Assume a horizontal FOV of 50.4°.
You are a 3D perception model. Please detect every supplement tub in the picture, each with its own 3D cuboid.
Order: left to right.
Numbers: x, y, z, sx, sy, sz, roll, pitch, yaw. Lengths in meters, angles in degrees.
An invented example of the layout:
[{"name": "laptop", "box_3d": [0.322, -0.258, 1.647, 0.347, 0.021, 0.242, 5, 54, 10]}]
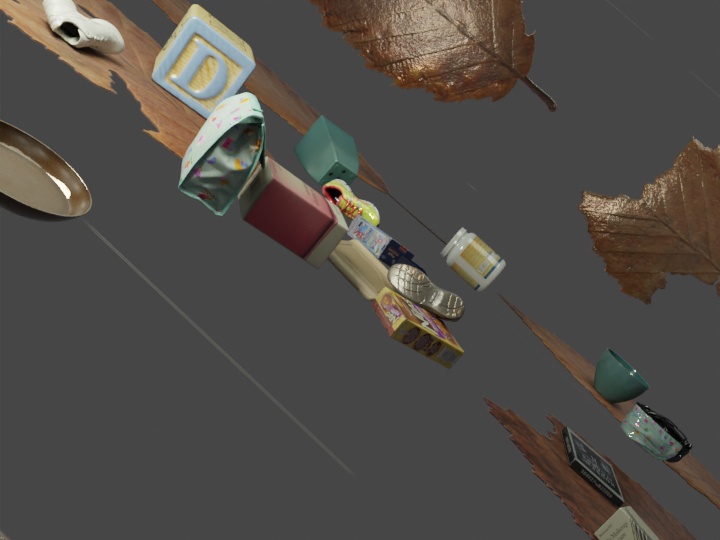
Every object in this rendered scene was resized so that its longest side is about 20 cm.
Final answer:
[{"name": "supplement tub", "box_3d": [0.388, -0.036, 2.647, 0.200, 0.145, 0.145, 42, 14, 6]}]

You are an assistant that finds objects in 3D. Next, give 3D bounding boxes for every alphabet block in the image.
[{"name": "alphabet block", "box_3d": [-0.397, -0.527, 1.943, 0.195, 0.196, 0.201, 36, 16, -25]}]

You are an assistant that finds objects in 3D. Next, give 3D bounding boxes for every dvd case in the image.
[{"name": "dvd case", "box_3d": [0.548, 0.462, 1.819, 0.150, 0.025, 0.200, 41, 13, 1]}]

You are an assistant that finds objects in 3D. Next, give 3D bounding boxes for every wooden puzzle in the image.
[{"name": "wooden puzzle", "box_3d": [0.000, 0.000, 1.742, 0.185, 0.037, 0.199, 45, 19, 15]}]

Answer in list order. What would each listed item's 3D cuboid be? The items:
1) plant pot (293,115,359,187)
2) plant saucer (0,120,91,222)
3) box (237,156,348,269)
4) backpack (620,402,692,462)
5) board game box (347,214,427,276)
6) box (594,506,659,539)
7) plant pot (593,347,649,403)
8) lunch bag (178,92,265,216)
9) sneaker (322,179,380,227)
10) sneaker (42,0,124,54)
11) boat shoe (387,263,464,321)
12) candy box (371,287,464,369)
[{"name": "plant pot", "box_3d": [-0.088, -0.327, 2.279, 0.140, 0.141, 0.201, 30, 24, -36]}, {"name": "plant saucer", "box_3d": [-0.432, -0.123, 0.955, 0.199, 0.032, 0.201, 39, 13, -11]}, {"name": "box", "box_3d": [-0.138, -0.117, 1.560, 0.199, 0.109, 0.128, 33, 15, -27]}, {"name": "backpack", "box_3d": [0.952, 0.528, 2.493, 0.199, 0.127, 0.167, 37, 3, -10]}, {"name": "board game box", "box_3d": [0.061, -0.060, 1.959, 0.199, 0.062, 0.199, 33, 5, -46]}, {"name": "box", "box_3d": [0.538, 0.545, 1.424, 0.068, 0.083, 0.200, 19, 25, -53]}, {"name": "plant pot", "box_3d": [0.932, 0.403, 2.791, 0.199, 0.135, 0.201, 37, 14, -11]}, {"name": "lunch bag", "box_3d": [-0.243, -0.229, 1.429, 0.121, 0.201, 0.171, 33, 15, -24]}, {"name": "sneaker", "box_3d": [-0.032, -0.174, 2.115, 0.199, 0.079, 0.090, 40, 21, 18]}, {"name": "sneaker", "box_3d": [-0.590, -0.501, 1.639, 0.199, 0.074, 0.101, 20, 43, -55]}, {"name": "boat shoe", "box_3d": [0.144, 0.060, 1.741, 0.198, 0.075, 0.074, 35, -17, 15]}, {"name": "candy box", "box_3d": [0.123, 0.125, 1.641, 0.198, 0.057, 0.117, 29, 19, -37]}]
